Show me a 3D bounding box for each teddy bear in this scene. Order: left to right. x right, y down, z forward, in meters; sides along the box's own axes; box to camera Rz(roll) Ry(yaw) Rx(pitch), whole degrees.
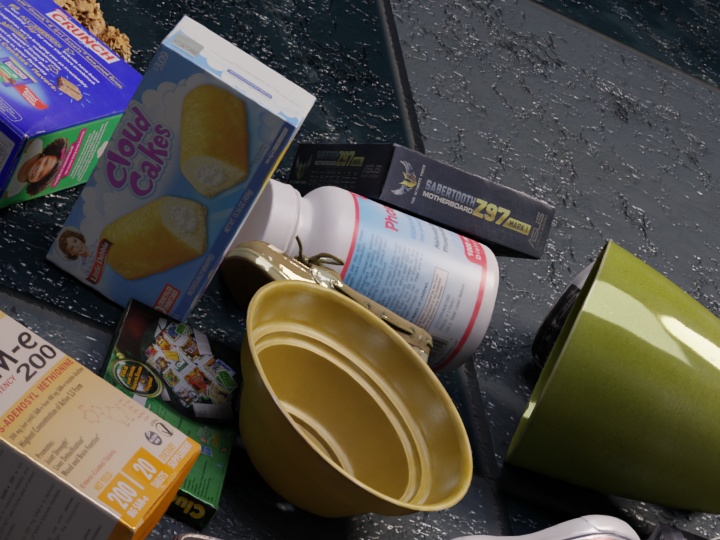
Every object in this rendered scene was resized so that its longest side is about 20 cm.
[{"bbox_3d":[-0.274,-0.241,1.987,0.144,0.067,0.200,3,39,-49],"label":"teddy bear"}]

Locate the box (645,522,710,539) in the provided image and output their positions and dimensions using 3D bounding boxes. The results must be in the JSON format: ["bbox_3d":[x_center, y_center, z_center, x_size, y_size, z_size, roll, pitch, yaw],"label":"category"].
[{"bbox_3d":[0.292,0.287,1.719,0.157,0.050,0.201,22,28,-20],"label":"box"}]

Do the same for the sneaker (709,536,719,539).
[{"bbox_3d":[0.301,0.222,1.722,0.200,0.076,0.116,24,18,-32],"label":"sneaker"}]

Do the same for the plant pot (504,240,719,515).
[{"bbox_3d":[0.239,0.104,1.791,0.199,0.188,0.187,25,26,3],"label":"plant pot"}]

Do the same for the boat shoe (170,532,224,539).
[{"bbox_3d":[-0.033,0.204,1.491,0.199,0.065,0.072,24,29,-14],"label":"boat shoe"}]

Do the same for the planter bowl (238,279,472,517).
[{"bbox_3d":[-0.023,0.109,1.627,0.200,0.083,0.201,34,29,-21],"label":"planter bowl"}]

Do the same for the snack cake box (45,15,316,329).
[{"bbox_3d":[-0.131,-0.067,1.693,0.114,0.201,0.067,31,27,-2],"label":"snack cake box"}]

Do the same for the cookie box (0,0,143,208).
[{"bbox_3d":[-0.272,-0.140,1.806,0.171,0.075,0.200,40,27,15],"label":"cookie box"}]

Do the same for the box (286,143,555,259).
[{"bbox_3d":[0.046,-0.059,1.933,0.157,0.051,0.200,19,-5,-24],"label":"box"}]

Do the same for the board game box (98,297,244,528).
[{"bbox_3d":[-0.134,0.094,1.616,0.104,0.024,0.200,30,26,-9],"label":"board game box"}]

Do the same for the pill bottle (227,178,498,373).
[{"bbox_3d":[0.000,0.000,1.825,0.199,0.109,0.109,21,28,-22],"label":"pill bottle"}]

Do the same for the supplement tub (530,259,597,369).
[{"bbox_3d":[0.249,0.087,1.932,0.200,0.123,0.122,41,28,16],"label":"supplement tub"}]

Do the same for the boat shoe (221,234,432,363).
[{"bbox_3d":[-0.024,0.029,1.736,0.073,0.063,0.200,2,-30,47],"label":"boat shoe"}]

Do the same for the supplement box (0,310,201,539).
[{"bbox_3d":[-0.214,0.104,1.455,0.199,0.074,0.126,33,26,2],"label":"supplement box"}]

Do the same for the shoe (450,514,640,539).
[{"bbox_3d":[0.136,0.231,1.631,0.199,0.072,0.091,0,42,-39],"label":"shoe"}]
